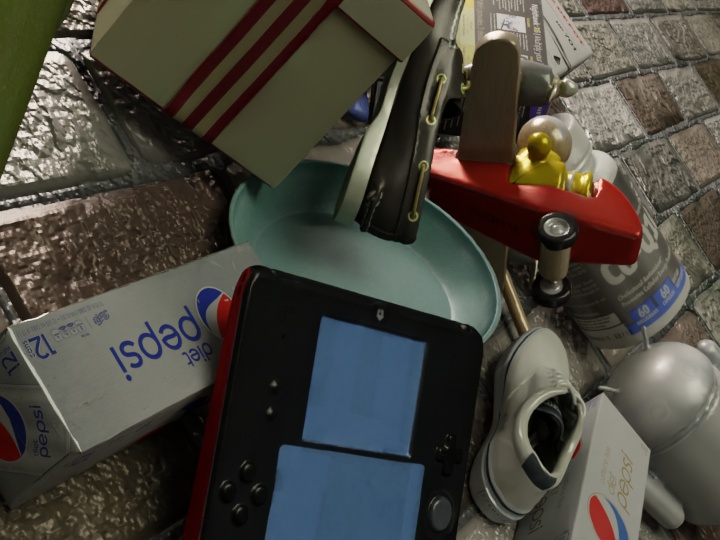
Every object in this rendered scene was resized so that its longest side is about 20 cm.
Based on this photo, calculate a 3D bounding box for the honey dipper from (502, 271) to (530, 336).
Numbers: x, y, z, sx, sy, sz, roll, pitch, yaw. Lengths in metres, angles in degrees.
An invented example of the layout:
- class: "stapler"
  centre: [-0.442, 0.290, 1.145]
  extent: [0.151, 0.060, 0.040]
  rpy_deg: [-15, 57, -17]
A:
- class: "honey dipper"
  centre: [0.121, -0.005, 1.002]
  extent: [0.038, 0.038, 0.203]
  rpy_deg: [7, 57, -50]

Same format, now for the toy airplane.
- class: "toy airplane"
  centre: [0.109, -0.074, 0.892]
  extent: [0.200, 0.199, 0.141]
  rpy_deg: [51, 57, -12]

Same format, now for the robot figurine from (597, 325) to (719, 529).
- class: "robot figurine"
  centre: [0.292, 0.145, 1.017]
  extent: [0.200, 0.112, 0.170]
  rpy_deg: [46, 61, -15]

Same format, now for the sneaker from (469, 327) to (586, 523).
- class: "sneaker"
  centre: [0.142, 0.109, 0.876]
  extent: [0.073, 0.070, 0.201]
  rpy_deg: [45, 37, -16]

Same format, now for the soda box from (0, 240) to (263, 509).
- class: "soda box"
  centre: [-0.114, 0.047, 0.603]
  extent: [0.069, 0.063, 0.199]
  rpy_deg: [56, 31, 5]

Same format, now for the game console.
- class: "game console"
  centre: [-0.007, 0.104, 0.639]
  extent: [0.198, 0.031, 0.180]
  rpy_deg: [17, 84, -45]

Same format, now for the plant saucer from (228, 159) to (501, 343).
- class: "plant saucer"
  centre: [0.000, 0.000, 0.779]
  extent: [0.197, 0.036, 0.202]
  rpy_deg: [18, 36, -13]

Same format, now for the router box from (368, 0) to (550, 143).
- class: "router box"
  centre: [0.090, -0.203, 1.052]
  extent: [0.154, 0.053, 0.202]
  rpy_deg: [8, 44, -1]

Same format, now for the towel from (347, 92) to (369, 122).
- class: "towel"
  centre: [-0.071, -0.217, 0.960]
  extent: [0.198, 0.024, 0.147]
  rpy_deg: [27, 43, -35]

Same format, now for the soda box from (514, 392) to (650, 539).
- class: "soda box"
  centre: [0.167, 0.183, 0.859]
  extent: [0.068, 0.063, 0.201]
  rpy_deg: [48, 32, -10]

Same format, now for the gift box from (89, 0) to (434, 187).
- class: "gift box"
  centre: [-0.067, -0.211, 0.775]
  extent: [0.183, 0.186, 0.202]
  rpy_deg: [32, 28, -32]

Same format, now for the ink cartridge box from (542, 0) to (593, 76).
- class: "ink cartridge box"
  centre: [0.160, -0.257, 1.247]
  extent: [0.147, 0.085, 0.200]
  rpy_deg: [54, 33, 0]

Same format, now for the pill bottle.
- class: "pill bottle"
  centre: [0.208, -0.037, 1.054]
  extent: [0.201, 0.113, 0.114]
  rpy_deg: [51, 30, -19]

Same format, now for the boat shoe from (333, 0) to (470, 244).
- class: "boat shoe"
  centre: [0.041, -0.116, 0.791]
  extent: [0.060, 0.072, 0.204]
  rpy_deg: [22, 77, -5]

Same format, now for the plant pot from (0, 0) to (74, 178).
- class: "plant pot"
  centre: [-0.220, -0.104, 0.514]
  extent: [0.198, 0.198, 0.193]
  rpy_deg: [25, 55, -39]
